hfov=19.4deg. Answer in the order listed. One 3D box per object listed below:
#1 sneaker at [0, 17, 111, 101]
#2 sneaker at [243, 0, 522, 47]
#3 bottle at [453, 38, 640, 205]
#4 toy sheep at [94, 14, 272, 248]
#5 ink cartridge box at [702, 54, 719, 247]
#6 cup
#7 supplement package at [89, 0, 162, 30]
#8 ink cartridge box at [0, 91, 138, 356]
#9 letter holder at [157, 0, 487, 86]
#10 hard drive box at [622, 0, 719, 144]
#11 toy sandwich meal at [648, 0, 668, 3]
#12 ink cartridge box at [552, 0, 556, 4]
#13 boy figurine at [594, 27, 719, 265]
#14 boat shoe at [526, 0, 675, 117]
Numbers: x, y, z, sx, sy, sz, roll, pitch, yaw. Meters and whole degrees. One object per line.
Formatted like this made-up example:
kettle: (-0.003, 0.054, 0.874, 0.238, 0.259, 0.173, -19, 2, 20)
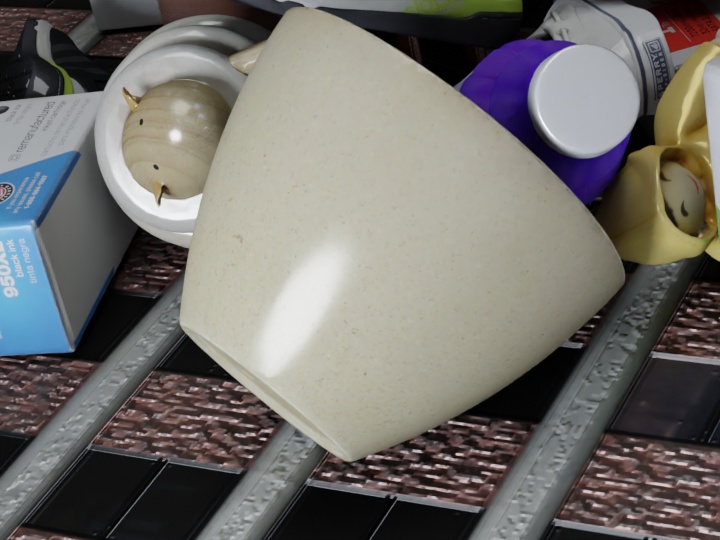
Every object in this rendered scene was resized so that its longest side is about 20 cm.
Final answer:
sneaker: (-0.180, -0.096, 1.292, 0.082, 0.072, 0.200, 23, 14, -18)
sneaker: (-0.001, -0.171, 1.103, 0.198, 0.084, 0.072, 7, 8, -22)
bottle: (0.082, -0.065, 0.985, 0.065, 0.084, 0.200, -42, 3, -9)
toy sheep: (-0.076, -0.075, 1.138, 0.136, 0.139, 0.200, -7, 0, 11)
ink cartridge box: (0.243, -0.009, 0.896, 0.084, 0.147, 0.200, -25, 34, -22)
cup: (0.000, 0.000, 0.960, 0.144, 0.200, 0.200, -52, 42, -9)
supplement package: (-0.117, -0.268, 1.471, 0.116, 0.118, 0.201, -3, 32, 16)
ink cartridge box: (-0.237, -0.022, 1.157, 0.198, 0.085, 0.145, -4, 32, 15)
letter holder: (-0.031, -0.167, 1.253, 0.100, 0.143, 0.199, -32, 36, -28)
hard drive box: (0.245, -0.134, 1.160, 0.198, 0.077, 0.156, -17, 31, -5)
toy sandwich meal: (0.183, -0.231, 1.132, 0.204, 0.207, 0.070, -23, 0, -15)
ink cartridge box: (0.179, -0.239, 1.233, 0.145, 0.202, 0.084, -17, 31, -6)
boy figurine: (0.189, -0.058, 1.018, 0.199, 0.125, 0.064, -19, -1, -31)
boat shoe: (0.114, -0.114, 1.143, 0.065, 0.074, 0.200, -16, 7, -5)
